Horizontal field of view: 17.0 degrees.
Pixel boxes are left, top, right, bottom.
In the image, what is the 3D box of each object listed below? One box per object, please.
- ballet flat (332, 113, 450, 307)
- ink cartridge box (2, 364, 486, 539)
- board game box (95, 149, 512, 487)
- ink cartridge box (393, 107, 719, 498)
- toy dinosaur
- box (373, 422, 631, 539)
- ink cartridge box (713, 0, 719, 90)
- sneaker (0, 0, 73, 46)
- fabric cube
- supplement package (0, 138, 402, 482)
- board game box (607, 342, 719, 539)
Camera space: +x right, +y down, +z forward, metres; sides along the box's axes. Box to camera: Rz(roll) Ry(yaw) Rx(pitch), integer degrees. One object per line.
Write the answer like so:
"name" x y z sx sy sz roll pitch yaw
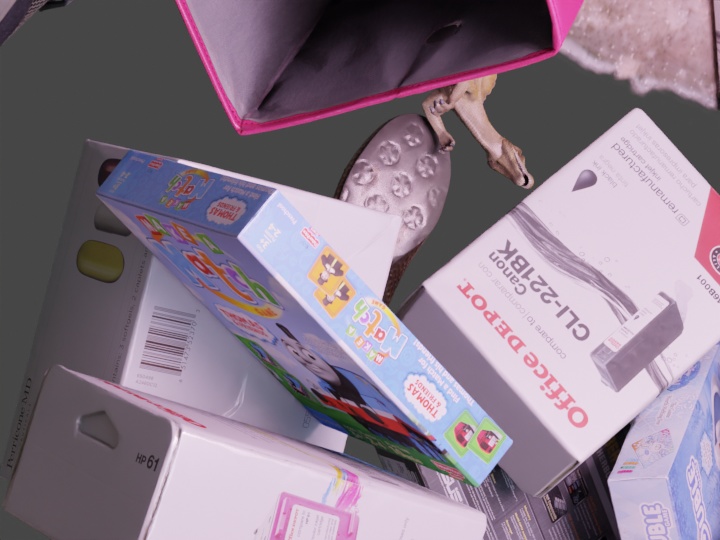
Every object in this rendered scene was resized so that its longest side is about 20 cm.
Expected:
"ballet flat" 0.000 0.000 1.452 0.067 0.046 0.200 21 80 -13
"ink cartridge box" -0.061 0.123 1.230 0.200 0.144 0.085 21 88 -35
"board game box" -0.030 0.023 1.230 0.037 0.151 0.200 -51 121 -14
"ink cartridge box" 0.139 0.020 1.479 0.200 0.084 0.144 -39 83 -25
"toy dinosaur" 0.053 -0.143 1.459 0.101 0.058 0.201 -9 89 -54
"box" 0.112 0.154 1.547 0.158 0.048 0.200 -36 116 -26
"ink cartridge box" 0.307 -0.135 1.568 0.083 0.146 0.201 -16 106 -31
"sneaker" -0.143 -0.168 1.292 0.114 0.076 0.200 46 61 -27
"fabric cube" 0.012 -0.218 1.277 0.197 0.200 0.199 67 28 -22
"supplement package" -0.090 0.044 1.351 0.155 0.111 0.201 14 90 -35
"board game box" 0.219 0.166 1.554 0.199 0.043 0.200 -55 136 -55
